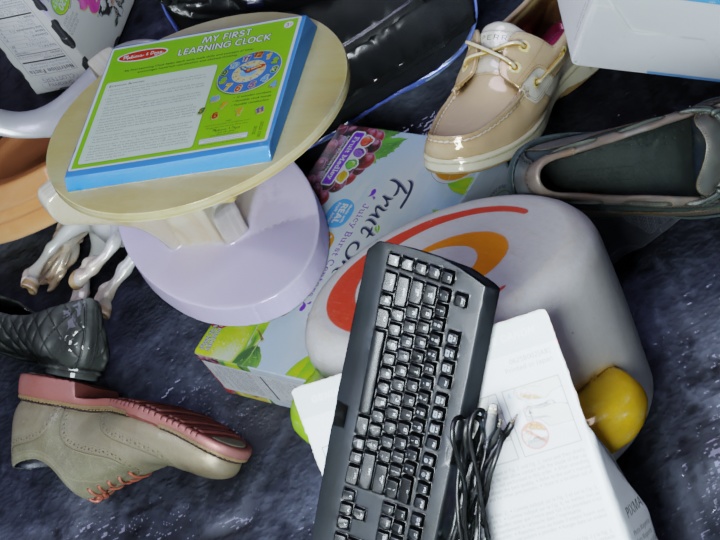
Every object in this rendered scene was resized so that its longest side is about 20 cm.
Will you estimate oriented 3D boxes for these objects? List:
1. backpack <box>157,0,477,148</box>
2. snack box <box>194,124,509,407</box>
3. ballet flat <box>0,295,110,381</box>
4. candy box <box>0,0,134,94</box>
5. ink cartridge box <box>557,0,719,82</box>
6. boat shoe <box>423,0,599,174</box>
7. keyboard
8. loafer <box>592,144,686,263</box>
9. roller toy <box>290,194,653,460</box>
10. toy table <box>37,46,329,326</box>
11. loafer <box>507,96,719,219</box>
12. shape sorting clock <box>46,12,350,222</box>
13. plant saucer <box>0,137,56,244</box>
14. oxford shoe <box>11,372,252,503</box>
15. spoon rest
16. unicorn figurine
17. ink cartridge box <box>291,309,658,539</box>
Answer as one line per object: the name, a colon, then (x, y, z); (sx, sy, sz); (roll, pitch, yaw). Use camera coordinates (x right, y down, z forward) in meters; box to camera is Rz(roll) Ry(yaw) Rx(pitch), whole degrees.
backpack: (-0.028, -0.204, 1.663); (0.199, 0.184, 0.147); (-26, 27, 9)
snack box: (0.000, 0.000, 1.554); (0.142, 0.053, 0.201); (11, 60, 40)
ballet flat: (-0.223, 0.037, 1.653); (0.200, 0.066, 0.057); (13, 91, 58)
candy box: (-0.258, -0.270, 1.876); (0.071, 0.200, 0.169); (-7, 50, 30)
ink cartridge box: (0.187, -0.218, 1.566); (0.115, 0.068, 0.201); (6, 44, -12)
boat shoe: (0.096, -0.132, 1.544); (0.073, 0.070, 0.200); (5, 34, 32)
keyboard: (0.028, 0.092, 1.247); (0.103, 0.201, 0.040); (15, 16, 18)
loafer: (0.123, -0.021, 1.485); (0.199, 0.072, 0.063); (-31, 21, -1)
roller toy: (0.073, 0.055, 1.367); (0.199, 0.140, 0.183); (-14, 25, 21)
toy table: (-0.110, -0.064, 1.551); (0.184, 0.117, 0.200); (-45, 45, -16)
loafer: (0.190, -0.064, 1.418); (0.199, 0.072, 0.063); (-10, 1, -3)
shape sorting clock: (-0.100, -0.095, 1.457); (0.199, 0.039, 0.201); (-15, 41, 13)
plant saucer: (-0.218, -0.091, 1.759); (0.199, 0.038, 0.200); (-28, 22, 12)
oxford shoe: (-0.153, 0.121, 1.561); (0.199, 0.070, 0.075); (11, 85, 41)
spoon rest: (-0.201, -0.128, 1.692); (0.198, 0.061, 0.100); (1, 35, -1)
unicorn figurine: (-0.164, -0.029, 1.684); (0.199, 0.074, 0.138); (14, 63, 42)
ink cartridge box: (0.071, 0.134, 1.285); (0.162, 0.201, 0.057); (-18, -1, 22)
